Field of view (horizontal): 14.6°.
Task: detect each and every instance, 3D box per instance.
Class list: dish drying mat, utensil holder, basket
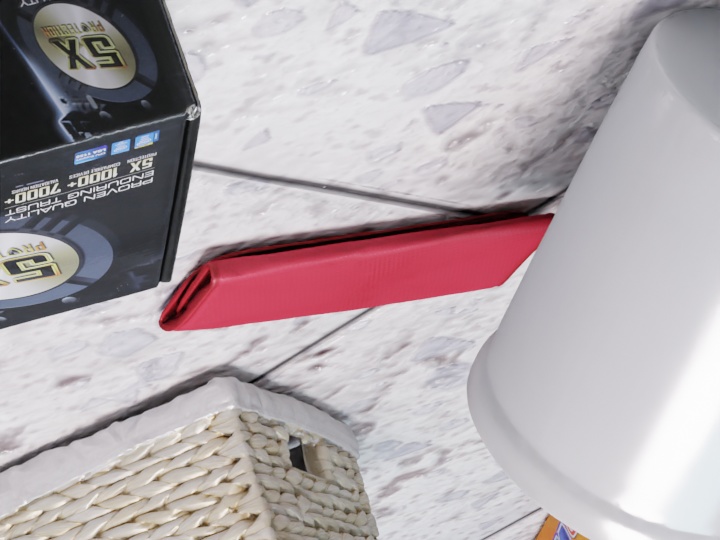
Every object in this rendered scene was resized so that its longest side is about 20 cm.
[{"bbox_3d":[0.000,0.000,1.412,0.199,0.018,0.077,-9,157,-29],"label":"dish drying mat"},{"bbox_3d":[0.160,0.006,1.274,0.169,0.170,0.201,-3,129,-38],"label":"utensil holder"},{"bbox_3d":[-0.099,0.179,1.581,0.199,0.162,0.198,-23,161,15],"label":"basket"}]

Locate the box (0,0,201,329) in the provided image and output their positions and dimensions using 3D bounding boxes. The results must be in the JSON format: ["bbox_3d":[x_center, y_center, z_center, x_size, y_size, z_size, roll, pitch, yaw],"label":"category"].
[{"bbox_3d":[-0.170,-0.038,1.045,0.199,0.087,0.164,-15,161,-15],"label":"box"}]

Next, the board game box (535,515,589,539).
[{"bbox_3d":[0.256,0.249,2.040,0.199,0.201,0.200,-15,159,-14],"label":"board game box"}]
